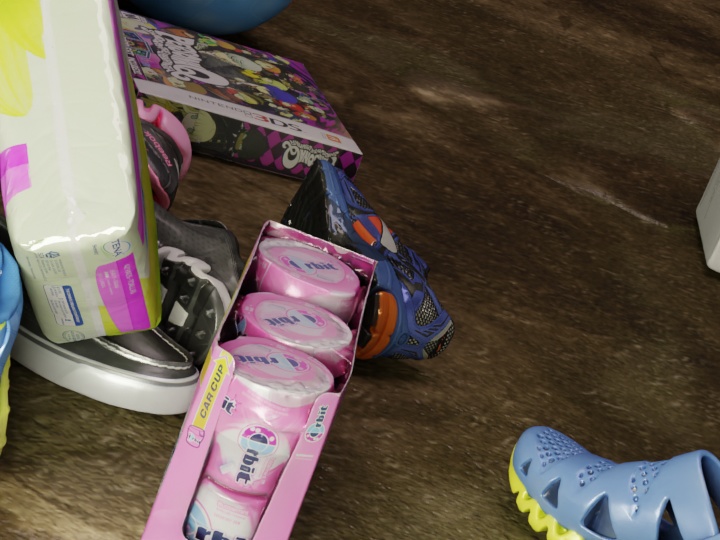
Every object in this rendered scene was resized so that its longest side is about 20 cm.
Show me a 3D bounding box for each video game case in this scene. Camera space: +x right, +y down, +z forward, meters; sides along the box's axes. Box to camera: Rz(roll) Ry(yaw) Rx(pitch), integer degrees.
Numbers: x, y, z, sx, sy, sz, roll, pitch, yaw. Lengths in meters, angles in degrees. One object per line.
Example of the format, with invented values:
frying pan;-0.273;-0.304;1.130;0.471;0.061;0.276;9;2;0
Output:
video game case;-0.106;-0.134;1.619;0.180;0.036;0.200;15;20;-21

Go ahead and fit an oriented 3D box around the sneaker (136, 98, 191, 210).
sneaker;-0.201;-0.080;1.340;0.198;0.079;0.096;15;31;-14

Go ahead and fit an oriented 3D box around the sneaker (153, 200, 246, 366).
sneaker;-0.122;-0.011;1.240;0.200;0.067;0.090;39;23;32

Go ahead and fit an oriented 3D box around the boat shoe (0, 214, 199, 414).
boat shoe;-0.168;0.012;1.132;0.199;0.057;0.069;27;20;16

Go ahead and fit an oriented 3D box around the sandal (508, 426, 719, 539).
sandal;0.168;0.131;1.129;0.199;0.088;0.079;29;22;27

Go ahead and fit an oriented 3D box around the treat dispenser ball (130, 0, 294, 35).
treat dispenser ball;-0.125;-0.299;1.791;0.199;0.202;0.201;19;19;-7

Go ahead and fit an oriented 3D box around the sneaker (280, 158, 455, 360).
sneaker;0.000;0.000;1.343;0.078;0.076;0.201;21;25;-29

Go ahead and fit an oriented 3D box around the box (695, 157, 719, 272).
box;0.407;-0.077;1.759;0.197;0.202;0.171;22;17;-1

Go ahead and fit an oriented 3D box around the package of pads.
package of pads;-0.145;-0.078;1.060;0.067;0.202;0.155;-8;-20;-4

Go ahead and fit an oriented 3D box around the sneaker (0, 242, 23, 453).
sneaker;-0.197;0.014;1.024;0.075;0.106;0.200;11;22;-27

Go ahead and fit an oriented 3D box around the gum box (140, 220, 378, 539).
gum box;-0.047;0.066;1.030;0.066;0.114;0.200;20;19;-2
